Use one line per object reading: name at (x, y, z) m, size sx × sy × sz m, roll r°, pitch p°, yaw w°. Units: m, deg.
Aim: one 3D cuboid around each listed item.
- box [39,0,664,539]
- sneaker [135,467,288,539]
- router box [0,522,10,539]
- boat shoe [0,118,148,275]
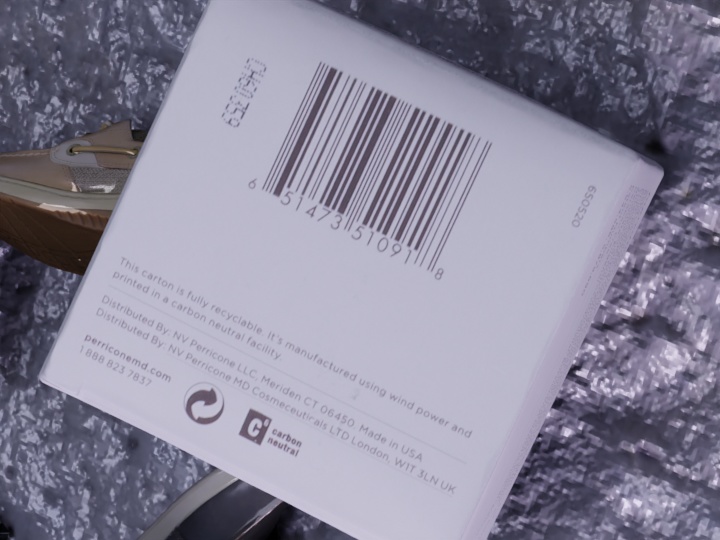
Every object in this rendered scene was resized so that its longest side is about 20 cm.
box at (0.000, 0.000, 1.050) m, size 0.199 × 0.131 × 0.200 m, roll 25°, pitch 95°, yaw 11°
sneaker at (-0.056, 0.157, 1.180) m, size 0.200 × 0.075 × 0.106 m, roll -43°, pitch 82°, yaw 28°
router box at (-0.302, 0.165, 1.327) m, size 0.150 × 0.062 × 0.200 m, roll 46°, pitch 114°, yaw 23°
boat shoe at (-0.120, -0.039, 1.209) m, size 0.200 × 0.072 × 0.065 m, roll 7°, pitch 60°, yaw 35°
